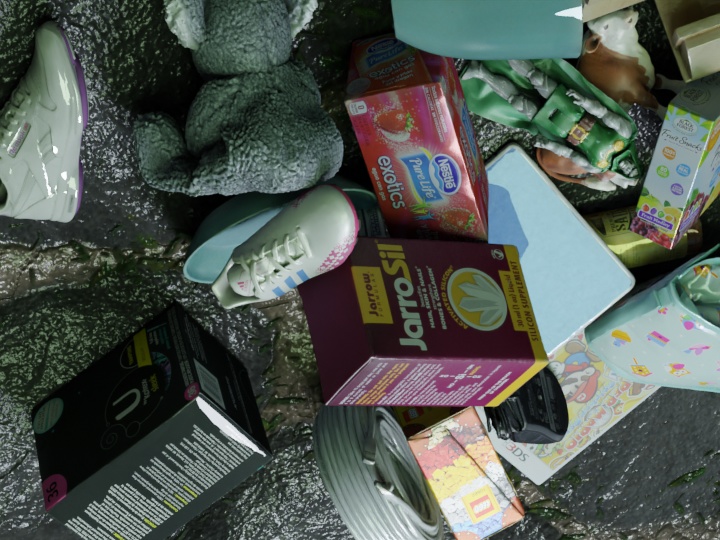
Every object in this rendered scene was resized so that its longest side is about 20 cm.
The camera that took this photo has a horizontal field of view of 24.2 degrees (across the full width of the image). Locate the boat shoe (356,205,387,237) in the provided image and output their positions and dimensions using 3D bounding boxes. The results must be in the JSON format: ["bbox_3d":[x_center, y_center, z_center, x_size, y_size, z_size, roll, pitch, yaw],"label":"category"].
[{"bbox_3d":[0.000,0.000,1.674,0.064,0.074,0.201,-12,147,0],"label":"boat shoe"}]

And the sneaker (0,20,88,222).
[{"bbox_3d":[-0.295,-0.126,1.504,0.098,0.075,0.202,-2,125,-18],"label":"sneaker"}]

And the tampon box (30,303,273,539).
[{"bbox_3d":[-0.213,0.167,1.693,0.199,0.150,0.126,-36,128,9],"label":"tampon box"}]

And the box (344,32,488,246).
[{"bbox_3d":[0.057,-0.119,1.595,0.094,0.100,0.201,-10,129,13],"label":"box"}]

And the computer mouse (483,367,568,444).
[{"bbox_3d":[0.161,0.133,1.788,0.052,0.140,0.199,-19,155,25],"label":"computer mouse"}]

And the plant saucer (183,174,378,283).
[{"bbox_3d":[-0.081,-0.046,1.607,0.198,0.036,0.200,-21,166,-5],"label":"plant saucer"}]

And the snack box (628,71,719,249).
[{"bbox_3d":[0.336,-0.127,1.646,0.053,0.200,0.144,24,125,19],"label":"snack box"}]

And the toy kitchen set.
[{"bbox_3d":[0.293,-0.266,1.487,0.198,0.180,0.165,-20,85,2],"label":"toy kitchen set"}]

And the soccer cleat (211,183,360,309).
[{"bbox_3d":[-0.069,-0.012,1.505,0.086,0.070,0.200,-32,177,-33],"label":"soccer cleat"}]

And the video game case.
[{"bbox_3d":[0.222,0.136,1.893,0.200,0.023,0.182,-41,127,12],"label":"video game case"}]

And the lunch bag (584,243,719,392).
[{"bbox_3d":[0.356,0.052,1.777,0.198,0.124,0.170,11,158,-25],"label":"lunch bag"}]

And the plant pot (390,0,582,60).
[{"bbox_3d":[0.098,-0.276,1.458,0.159,0.202,0.202,-7,127,2],"label":"plant pot"}]

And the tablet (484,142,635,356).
[{"bbox_3d":[0.173,-0.019,1.723,0.130,0.014,0.200,-40,103,14],"label":"tablet"}]

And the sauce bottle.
[{"bbox_3d":[0.255,-0.029,1.757,0.197,0.066,0.067,-12,128,-4],"label":"sauce bottle"}]

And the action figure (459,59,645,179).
[{"bbox_3d":[0.192,-0.151,1.609,0.199,0.055,0.118,34,124,-4],"label":"action figure"}]

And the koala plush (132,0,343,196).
[{"bbox_3d":[-0.100,-0.176,1.487,0.176,0.183,0.203,-11,104,-29],"label":"koala plush"}]

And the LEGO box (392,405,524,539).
[{"bbox_3d":[0.087,0.164,1.743,0.076,0.200,0.150,-26,117,1],"label":"LEGO box"}]

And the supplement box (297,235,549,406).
[{"bbox_3d":[0.058,0.049,1.575,0.198,0.132,0.103,2,151,-30],"label":"supplement box"}]

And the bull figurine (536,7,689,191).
[{"bbox_3d":[0.248,-0.166,1.648,0.120,0.065,0.201,28,126,4],"label":"bull figurine"}]

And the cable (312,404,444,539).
[{"bbox_3d":[0.022,0.222,1.778,0.069,0.201,0.201,-27,121,10],"label":"cable"}]
